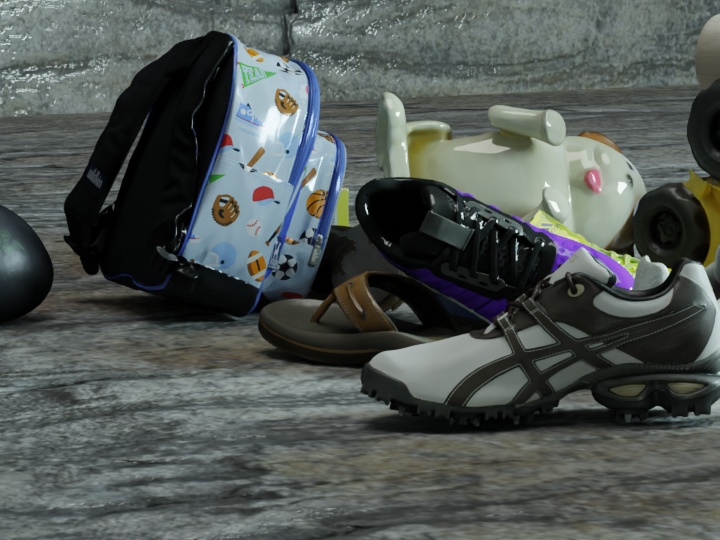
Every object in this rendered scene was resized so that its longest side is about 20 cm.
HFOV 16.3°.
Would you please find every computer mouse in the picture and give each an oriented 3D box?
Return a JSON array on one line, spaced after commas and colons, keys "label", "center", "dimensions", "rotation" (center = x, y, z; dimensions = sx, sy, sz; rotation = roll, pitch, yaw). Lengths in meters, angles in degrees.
[{"label": "computer mouse", "center": [-0.309, -0.019, 1.719], "dimensions": [0.200, 0.139, 0.053], "rotation": [11, -35, -1]}]

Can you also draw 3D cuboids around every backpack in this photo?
[{"label": "backpack", "center": [-0.096, -0.069, 1.773], "dimensions": [0.154, 0.191, 0.200], "rotation": [13, 0, -30]}]

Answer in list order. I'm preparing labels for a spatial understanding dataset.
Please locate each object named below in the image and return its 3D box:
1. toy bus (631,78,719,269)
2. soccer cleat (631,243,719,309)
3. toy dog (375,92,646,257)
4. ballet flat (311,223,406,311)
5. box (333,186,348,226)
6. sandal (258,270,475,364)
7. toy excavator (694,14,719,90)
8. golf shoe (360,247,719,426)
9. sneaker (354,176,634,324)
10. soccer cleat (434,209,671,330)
[{"label": "toy bus", "center": [0.298, -0.026, 1.625], "dimensions": [0.136, 0.200, 0.192], "rotation": [-10, 48, -45]}, {"label": "soccer cleat", "center": [0.246, 0.022, 1.444], "dimensions": [0.200, 0.086, 0.070], "rotation": [-4, 8, -21]}, {"label": "toy dog", "center": [0.115, -0.043, 1.865], "dimensions": [0.200, 0.140, 0.194], "rotation": [-3, -28, -6]}, {"label": "ballet flat", "center": [0.000, 0.000, 1.774], "dimensions": [0.046, 0.067, 0.200], "rotation": [31, -7, -21]}, {"label": "box", "center": [-0.066, -0.058, 2.192], "dimensions": [0.075, 0.050, 0.200], "rotation": [-3, 8, -14]}, {"label": "sandal", "center": [0.018, 0.029, 1.538], "dimensions": [0.082, 0.055, 0.200], "rotation": [-7, 10, -38]}, {"label": "toy excavator", "center": [0.305, -0.086, 1.801], "dimensions": [0.100, 0.200, 0.194], "rotation": [5, 10, 42]}, {"label": "golf shoe", "center": [0.098, 0.034, 1.361], "dimensions": [0.200, 0.095, 0.078], "rotation": [-3, 9, -3]}, {"label": "sneaker", "center": [0.074, -0.008, 1.532], "dimensions": [0.200, 0.070, 0.100], "rotation": [22, -8, 36]}, {"label": "soccer cleat", "center": [0.134, 0.004, 1.596], "dimensions": [0.200, 0.084, 0.065], "rotation": [2, 8, 22]}]
